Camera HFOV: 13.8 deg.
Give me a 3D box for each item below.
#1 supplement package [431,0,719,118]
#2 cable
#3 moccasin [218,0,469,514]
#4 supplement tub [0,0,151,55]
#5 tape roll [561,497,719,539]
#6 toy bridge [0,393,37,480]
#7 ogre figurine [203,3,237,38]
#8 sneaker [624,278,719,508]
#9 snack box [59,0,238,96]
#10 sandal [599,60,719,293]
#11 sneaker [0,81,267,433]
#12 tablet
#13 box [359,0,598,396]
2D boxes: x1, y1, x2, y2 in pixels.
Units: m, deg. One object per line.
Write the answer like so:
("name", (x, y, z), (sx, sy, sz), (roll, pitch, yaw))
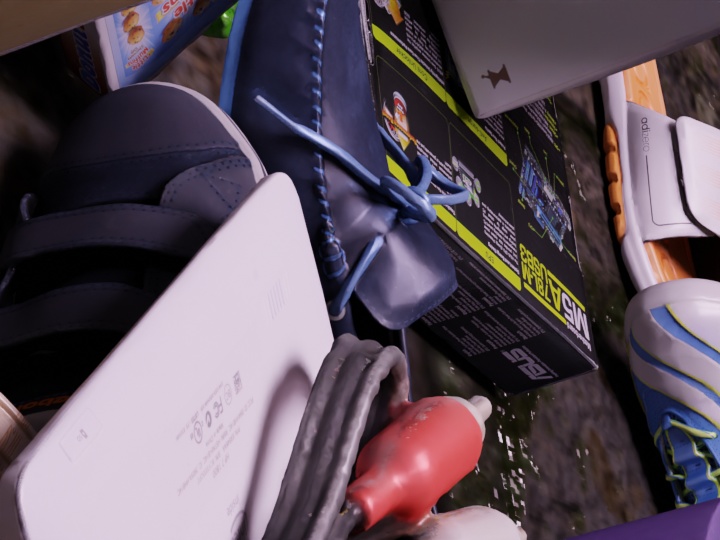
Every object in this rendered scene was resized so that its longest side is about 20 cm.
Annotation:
("supplement package", (0.101, -0.141, 1.141), (0.122, 0.119, 0.200), (70, 20, -3))
("cable", (-0.003, 0.074, 0.709), (0.200, 0.050, 0.098), (-33, 120, -71))
("moccasin", (0.000, 0.000, 0.894), (0.080, 0.068, 0.201), (-48, 139, -59))
("supplement tub", (-0.067, -0.136, 0.728), (0.144, 0.199, 0.145), (50, 31, -45))
("tape roll", (0.130, 0.192, 1.132), (0.200, 0.085, 0.201), (51, 29, -44))
("toy bridge", (-0.099, 0.058, 0.683), (0.201, 0.067, 0.027), (64, 26, -23))
("ogre figurine", (-0.065, -0.164, 0.885), (0.120, 0.098, 0.201), (-33, 149, -63))
("sneaker", (0.170, 0.097, 1.315), (0.200, 0.075, 0.105), (57, 27, -38))
("snack box", (-0.011, -0.133, 0.870), (0.024, 0.200, 0.072), (41, -17, 17))
("sandal", (0.151, -0.061, 1.409), (0.079, 0.059, 0.208), (31, 46, -60))
("sneaker", (-0.064, 0.025, 0.782), (0.079, 0.078, 0.201), (51, 31, -55))
("tablet", (-0.034, 0.068, 0.721), (0.200, 0.014, 0.131), (-53, 135, -63))
("box", (0.023, -0.076, 1.122), (0.200, 0.047, 0.194), (40, 40, -56))
